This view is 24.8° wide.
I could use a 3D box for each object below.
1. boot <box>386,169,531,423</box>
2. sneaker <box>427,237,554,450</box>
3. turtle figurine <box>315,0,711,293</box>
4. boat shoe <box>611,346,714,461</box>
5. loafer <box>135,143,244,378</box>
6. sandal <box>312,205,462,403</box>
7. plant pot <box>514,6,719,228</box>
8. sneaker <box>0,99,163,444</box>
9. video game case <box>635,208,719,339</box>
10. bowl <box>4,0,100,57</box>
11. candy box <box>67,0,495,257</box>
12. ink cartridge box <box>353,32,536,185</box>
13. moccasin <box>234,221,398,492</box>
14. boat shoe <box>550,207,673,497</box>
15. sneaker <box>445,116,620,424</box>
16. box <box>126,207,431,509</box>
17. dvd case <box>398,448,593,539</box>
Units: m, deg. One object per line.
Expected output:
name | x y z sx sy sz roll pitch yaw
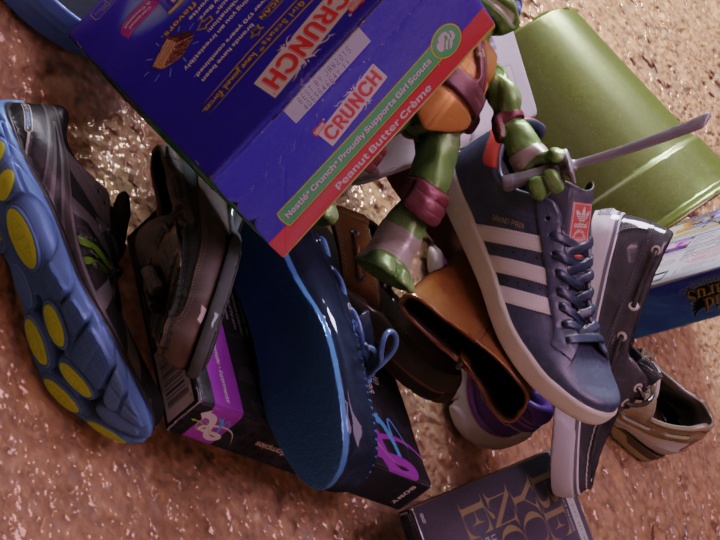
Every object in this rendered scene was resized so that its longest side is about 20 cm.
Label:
boot | 0.056 -0.007 1.073 0.189 0.068 0.200 51 29 -4
sneaker | 0.107 0.029 1.197 0.080 0.083 0.202 15 60 -48
turtle figurine | 0.058 -0.089 0.944 0.195 0.199 0.144 -54 146 -8
boat shoe | 0.208 0.088 1.308 0.199 0.068 0.075 32 49 -39
loafer | -0.100 -0.010 0.901 0.062 0.072 0.201 19 28 -9
sandal | 0.000 0.000 1.043 0.200 0.055 0.082 46 20 0
plant pot | 0.164 -0.094 1.270 0.191 0.200 0.200 55 36 4
sneaker | -0.150 -0.003 0.890 0.082 0.071 0.201 -21 86 -44
video game case | 0.323 -0.013 1.396 0.181 0.199 0.046 -40 107 -52
bowl | -0.169 -0.223 1.009 0.200 0.039 0.202 28 51 -42
candy box | -0.048 -0.131 0.894 0.077 0.169 0.200 44 0 -41
ink cartridge box | 0.024 -0.172 1.071 0.162 0.057 0.202 -23 101 -40
moccasin | -0.017 0.036 0.930 0.068 0.081 0.201 14 44 -34
boat shoe | 0.175 0.061 1.116 0.070 0.066 0.202 0 100 -75
sneaker | 0.120 -0.006 1.009 0.075 0.084 0.201 1 57 -53
box | -0.048 0.057 0.992 0.199 0.036 0.144 25 35 -41
dvd case | 0.108 0.208 1.085 0.199 0.016 0.150 -10 78 -56
